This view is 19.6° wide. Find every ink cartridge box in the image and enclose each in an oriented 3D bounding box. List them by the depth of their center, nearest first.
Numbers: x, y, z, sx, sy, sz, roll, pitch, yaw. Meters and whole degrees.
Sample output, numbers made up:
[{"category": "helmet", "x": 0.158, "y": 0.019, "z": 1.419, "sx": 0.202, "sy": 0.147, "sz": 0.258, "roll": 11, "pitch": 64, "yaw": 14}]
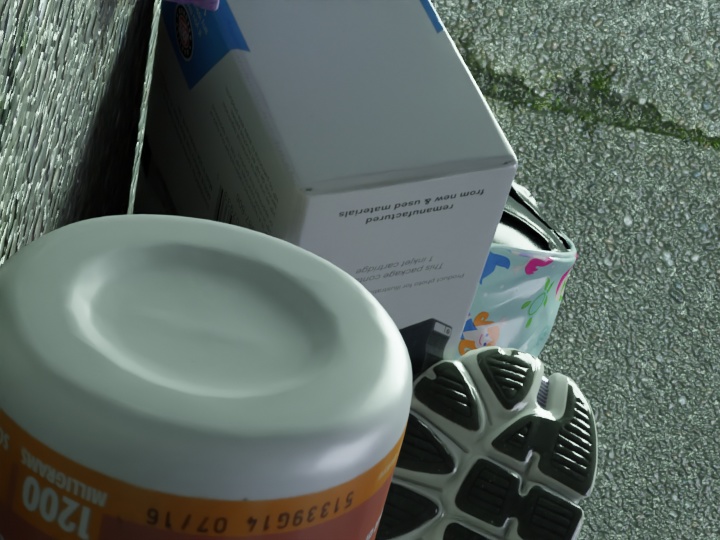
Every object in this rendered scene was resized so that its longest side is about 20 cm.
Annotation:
[{"category": "ink cartridge box", "x": -0.025, "y": -0.016, "z": 0.783, "sx": 0.200, "sy": 0.084, "sz": 0.145, "roll": 105, "pitch": -32, "yaw": -47}]

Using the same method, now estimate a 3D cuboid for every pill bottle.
[{"category": "pill bottle", "x": -0.059, "y": 0.095, "z": 0.561, "sx": 0.112, "sy": 0.112, "sz": 0.200, "roll": -78, "pitch": -178, "yaw": -61}]

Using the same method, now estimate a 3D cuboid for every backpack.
[{"category": "backpack", "x": 0.000, "y": 0.000, "z": 1.012, "sx": 0.178, "sy": 0.200, "sz": 0.151, "roll": -87, "pitch": -169, "yaw": -81}]

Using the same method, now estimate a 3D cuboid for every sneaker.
[{"category": "sneaker", "x": 0.016, "y": 0.118, "z": 0.752, "sx": 0.200, "sy": 0.081, "sz": 0.083, "roll": -61, "pitch": -178, "yaw": -14}]

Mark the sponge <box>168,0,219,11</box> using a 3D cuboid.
[{"category": "sponge", "x": -0.037, "y": -0.179, "z": 0.610, "sx": 0.200, "sy": 0.030, "sz": 0.112, "roll": 106, "pitch": -3, "yaw": -62}]
